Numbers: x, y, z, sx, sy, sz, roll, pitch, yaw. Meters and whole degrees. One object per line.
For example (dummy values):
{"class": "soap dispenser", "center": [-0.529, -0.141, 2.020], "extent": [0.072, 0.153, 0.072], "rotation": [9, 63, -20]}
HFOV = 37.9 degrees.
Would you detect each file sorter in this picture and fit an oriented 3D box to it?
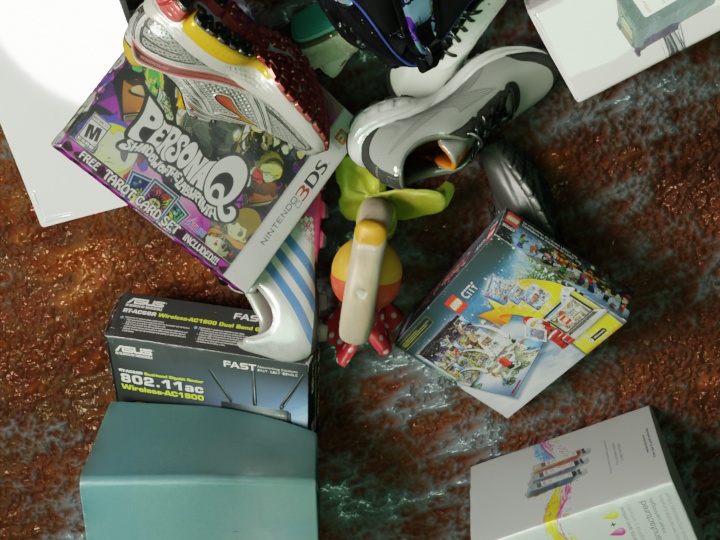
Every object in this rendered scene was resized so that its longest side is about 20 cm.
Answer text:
{"class": "file sorter", "center": [-0.232, -0.165, 0.917], "extent": [0.138, 0.125, 0.202], "rotation": [-13, 109, 12]}

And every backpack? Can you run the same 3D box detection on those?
{"class": "backpack", "center": [0.014, -0.272, 0.754], "extent": [0.183, 0.134, 0.200], "rotation": [-52, 135, 0]}

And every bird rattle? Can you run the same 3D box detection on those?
{"class": "bird rattle", "center": [0.000, 0.000, 0.939], "extent": [0.112, 0.163, 0.201], "rotation": [20, 108, 2]}

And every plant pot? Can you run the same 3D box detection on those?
{"class": "plant pot", "center": [-0.136, 0.211, 0.959], "extent": [0.198, 0.142, 0.143], "rotation": [-2, 111, -2]}

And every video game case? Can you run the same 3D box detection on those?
{"class": "video game case", "center": [-0.118, -0.111, 0.862], "extent": [0.200, 0.036, 0.182], "rotation": [41, 78, -26]}

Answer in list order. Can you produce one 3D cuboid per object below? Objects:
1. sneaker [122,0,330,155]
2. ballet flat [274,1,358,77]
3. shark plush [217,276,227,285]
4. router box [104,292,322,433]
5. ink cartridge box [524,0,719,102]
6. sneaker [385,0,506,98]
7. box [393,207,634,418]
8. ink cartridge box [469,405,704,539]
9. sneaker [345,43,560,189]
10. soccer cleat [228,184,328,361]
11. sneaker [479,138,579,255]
{"class": "sneaker", "center": [-0.097, -0.150, 0.813], "extent": [0.082, 0.078, 0.200], "rotation": [-30, 135, 28]}
{"class": "ballet flat", "center": [-0.052, -0.191, 0.930], "extent": [0.199, 0.068, 0.062], "rotation": [-21, 133, 18]}
{"class": "shark plush", "center": [-0.110, -0.008, 1.015], "extent": [0.083, 0.091, 0.200], "rotation": [-12, 127, 37]}
{"class": "router box", "center": [-0.138, 0.106, 1.018], "extent": [0.198, 0.062, 0.151], "rotation": [7, 133, 5]}
{"class": "ink cartridge box", "center": [0.236, -0.227, 0.829], "extent": [0.199, 0.145, 0.085], "rotation": [-26, 106, 15]}
{"class": "sneaker", "center": [0.079, -0.223, 0.886], "extent": [0.073, 0.080, 0.201], "rotation": [28, 113, -7]}
{"class": "box", "center": [0.133, 0.045, 0.954], "extent": [0.136, 0.038, 0.200], "rotation": [33, 139, -4]}
{"class": "ink cartridge box", "center": [0.220, 0.254, 1.016], "extent": [0.199, 0.145, 0.146], "rotation": [-22, 107, 15]}
{"class": "sneaker", "center": [0.089, -0.125, 0.891], "extent": [0.199, 0.079, 0.074], "rotation": [-28, 141, -13]}
{"class": "soccer cleat", "center": [-0.075, -0.020, 0.938], "extent": [0.086, 0.070, 0.202], "rotation": [2, 75, -16]}
{"class": "sneaker", "center": [0.146, -0.022, 0.961], "extent": [0.090, 0.076, 0.201], "rotation": [-20, 105, 22]}
